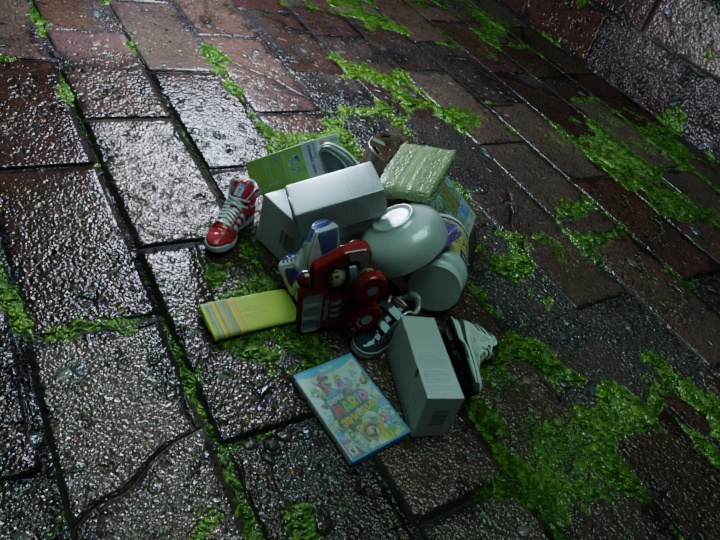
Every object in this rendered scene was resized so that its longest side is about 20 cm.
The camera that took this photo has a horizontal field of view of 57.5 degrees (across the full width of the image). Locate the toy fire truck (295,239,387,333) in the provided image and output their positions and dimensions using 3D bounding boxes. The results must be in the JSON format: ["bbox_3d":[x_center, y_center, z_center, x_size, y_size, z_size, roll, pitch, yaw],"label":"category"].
[{"bbox_3d":[-0.045,0.036,1.275,0.163,0.204,0.114,-11,48,-19],"label":"toy fire truck"}]

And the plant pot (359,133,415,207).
[{"bbox_3d":[0.063,-0.217,1.646,0.194,0.202,0.203,12,37,-9],"label":"plant pot"}]

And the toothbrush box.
[{"bbox_3d":[-0.153,-0.253,1.571,0.194,0.089,0.145,-12,11,23],"label":"toothbrush box"}]

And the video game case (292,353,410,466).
[{"bbox_3d":[-0.018,0.248,1.202,0.140,0.018,0.201,-16,51,-36],"label":"video game case"}]

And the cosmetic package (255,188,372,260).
[{"bbox_3d":[-0.096,-0.093,1.489,0.199,0.125,0.198,41,41,24],"label":"cosmetic package"}]

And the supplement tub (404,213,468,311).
[{"bbox_3d":[0.176,-0.020,1.506,0.141,0.148,0.202,18,38,-2],"label":"supplement tub"}]

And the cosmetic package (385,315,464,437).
[{"bbox_3d":[0.118,0.197,1.250,0.079,0.115,0.203,3,39,-20],"label":"cosmetic package"}]

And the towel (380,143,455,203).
[{"bbox_3d":[0.126,-0.219,1.473,0.144,0.037,0.202,10,45,22],"label":"towel"}]

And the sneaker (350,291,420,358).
[{"bbox_3d":[0.055,0.104,1.360,0.078,0.081,0.198,36,42,20],"label":"sneaker"}]

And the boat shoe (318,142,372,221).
[{"bbox_3d":[-0.028,-0.194,1.450,0.201,0.072,0.062,50,48,-5],"label":"boat shoe"}]

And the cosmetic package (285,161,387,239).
[{"bbox_3d":[-0.050,-0.146,1.365,0.194,0.075,0.103,-17,47,-6],"label":"cosmetic package"}]

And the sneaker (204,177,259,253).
[{"bbox_3d":[-0.284,-0.131,1.453,0.069,0.115,0.202,21,38,3],"label":"sneaker"}]

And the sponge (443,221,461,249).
[{"bbox_3d":[0.123,-0.077,1.460,0.111,0.030,0.198,-40,32,-17],"label":"sponge"}]

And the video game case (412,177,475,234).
[{"bbox_3d":[0.213,-0.147,1.654,0.201,0.022,0.185,48,46,-24],"label":"video game case"}]

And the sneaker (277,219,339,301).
[{"bbox_3d":[-0.117,-0.016,1.336,0.079,0.205,0.114,-15,39,-44],"label":"sneaker"}]

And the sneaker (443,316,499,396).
[{"bbox_3d":[0.248,0.176,1.362,0.112,0.077,0.203,7,37,-13],"label":"sneaker"}]

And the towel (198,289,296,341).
[{"bbox_3d":[-0.218,0.087,1.306,0.196,0.018,0.087,-11,53,-35],"label":"towel"}]

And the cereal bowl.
[{"bbox_3d":[0.082,-0.079,1.385,0.195,0.085,0.202,-20,30,12],"label":"cereal bowl"}]
